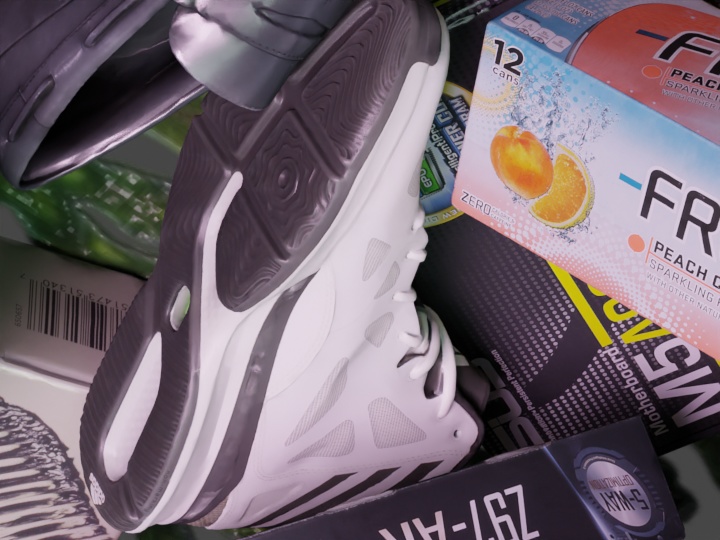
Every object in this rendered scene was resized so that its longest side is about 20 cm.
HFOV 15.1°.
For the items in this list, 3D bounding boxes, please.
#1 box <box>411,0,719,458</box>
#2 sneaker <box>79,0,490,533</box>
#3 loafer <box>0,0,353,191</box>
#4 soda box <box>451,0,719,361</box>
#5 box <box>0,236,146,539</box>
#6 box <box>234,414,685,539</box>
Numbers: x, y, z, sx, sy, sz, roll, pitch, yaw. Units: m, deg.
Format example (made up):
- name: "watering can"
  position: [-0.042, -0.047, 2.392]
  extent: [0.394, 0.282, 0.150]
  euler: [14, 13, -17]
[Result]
- name: "box"
  position: [0.080, -0.026, 0.882]
  extent: [0.160, 0.044, 0.200]
  euler: [-23, 126, 16]
- name: "sneaker"
  position: [0.000, 0.000, 0.843]
  extent: [0.115, 0.076, 0.201]
  euler: [8, 124, -35]
- name: "loafer"
  position: [-0.031, -0.080, 0.760]
  extent: [0.200, 0.071, 0.068]
  euler: [-22, 160, 32]
- name: "soda box"
  position: [0.124, -0.012, 0.757]
  extent: [0.200, 0.064, 0.068]
  euler: [31, 132, 24]
- name: "box"
  position: [-0.133, 0.087, 0.948]
  extent: [0.082, 0.068, 0.200]
  euler: [17, 125, -17]
- name: "box"
  position: [-0.014, 0.111, 0.888]
  extent: [0.160, 0.044, 0.200]
  euler: [-14, 169, -34]
